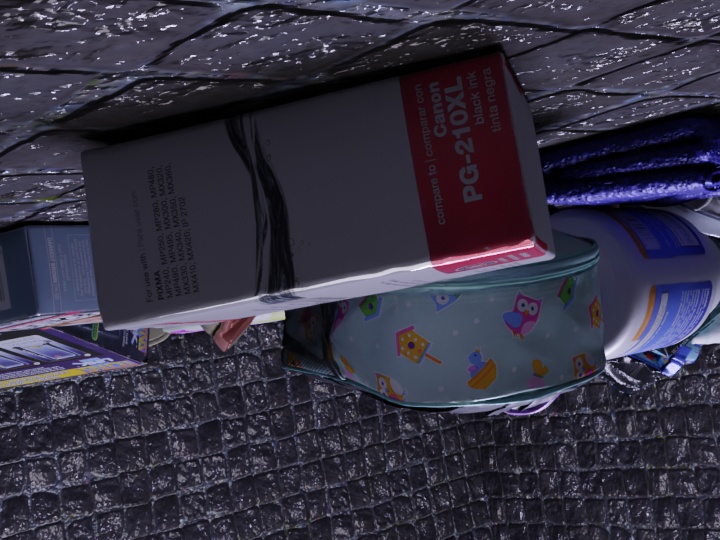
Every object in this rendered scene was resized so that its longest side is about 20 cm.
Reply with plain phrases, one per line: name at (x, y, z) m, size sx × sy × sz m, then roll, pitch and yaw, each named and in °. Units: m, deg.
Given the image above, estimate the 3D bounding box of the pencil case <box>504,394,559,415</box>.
pencil case at (0.156, 0.054, 0.971) m, size 0.083 × 0.087 × 0.200 m, roll 20°, pitch -159°, yaw 15°

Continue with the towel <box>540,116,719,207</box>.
towel at (0.221, -0.069, 0.819) m, size 0.146 × 0.051 × 0.198 m, roll -13°, pitch 175°, yaw 36°

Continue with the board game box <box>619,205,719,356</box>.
board game box at (0.268, -0.002, 1.072) m, size 0.134 × 0.028 × 0.200 m, roll -37°, pitch -150°, yaw -12°

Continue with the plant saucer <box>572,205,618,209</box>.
plant saucer at (0.154, -0.012, 1.004) m, size 0.199 × 0.032 × 0.200 m, roll -36°, pitch 177°, yaw -2°

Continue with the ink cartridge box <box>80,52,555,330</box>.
ink cartridge box at (-0.013, -0.030, 0.546) m, size 0.196 × 0.086 × 0.145 m, roll -11°, pitch 176°, yaw 13°

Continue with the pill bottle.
pill bottle at (0.212, 0.008, 0.891) m, size 0.111 × 0.114 × 0.198 m, roll -12°, pitch 174°, yaw 38°

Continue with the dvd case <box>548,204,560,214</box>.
dvd case at (0.107, 0.015, 1.119) m, size 0.142 × 0.018 × 0.201 m, roll -2°, pitch 133°, yaw -55°

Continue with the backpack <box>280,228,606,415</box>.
backpack at (0.054, 0.010, 0.709) m, size 0.173 × 0.156 × 0.199 m, roll -6°, pitch -164°, yaw -28°

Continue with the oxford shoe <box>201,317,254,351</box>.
oxford shoe at (-0.134, 0.016, 1.086) m, size 0.071 × 0.074 × 0.200 m, roll -48°, pitch 175°, yaw -29°

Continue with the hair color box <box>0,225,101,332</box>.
hair color box at (-0.195, 0.005, 0.825) m, size 0.098 × 0.062 × 0.199 m, roll -12°, pitch 176°, yaw 32°

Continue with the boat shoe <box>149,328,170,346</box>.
boat shoe at (-0.308, 0.053, 1.262) m, size 0.197 × 0.076 × 0.068 m, roll 2°, pitch 178°, yaw -32°

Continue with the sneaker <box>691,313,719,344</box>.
sneaker at (0.291, 0.014, 1.110) m, size 0.087 × 0.077 × 0.200 m, roll -18°, pitch -153°, yaw -19°

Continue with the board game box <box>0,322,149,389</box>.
board game box at (-0.302, 0.049, 0.946) m, size 0.197 × 0.058 × 0.165 m, roll -10°, pitch 160°, yaw 21°

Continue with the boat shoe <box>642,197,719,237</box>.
boat shoe at (0.335, -0.068, 0.974) m, size 0.200 × 0.088 × 0.074 m, roll 23°, pitch -161°, yaw 30°

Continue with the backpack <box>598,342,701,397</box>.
backpack at (0.274, 0.018, 1.272) m, size 0.198 × 0.185 × 0.134 m, roll 27°, pitch 154°, yaw -11°

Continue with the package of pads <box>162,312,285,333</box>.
package of pads at (-0.112, 0.026, 1.293) m, size 0.153 × 0.070 × 0.198 m, roll -12°, pitch 176°, yaw 41°
